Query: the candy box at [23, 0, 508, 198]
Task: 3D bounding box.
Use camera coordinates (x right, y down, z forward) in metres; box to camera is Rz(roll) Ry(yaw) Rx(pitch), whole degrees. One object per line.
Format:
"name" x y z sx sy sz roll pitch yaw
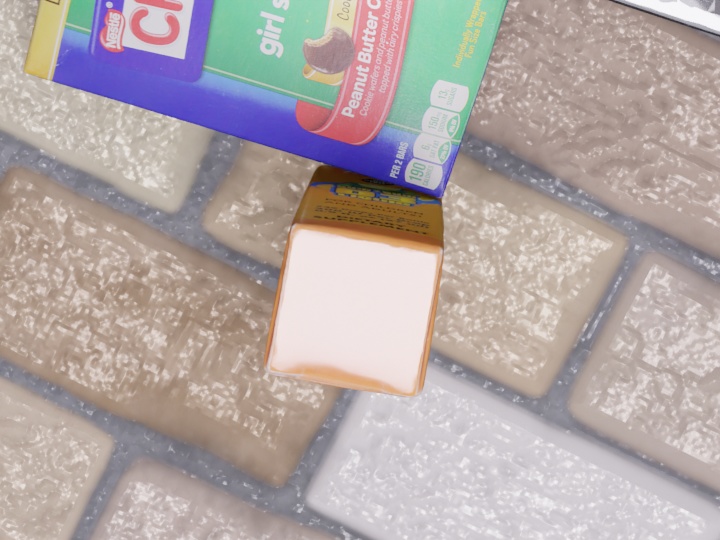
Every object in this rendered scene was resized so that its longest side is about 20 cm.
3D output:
"candy box" -0.032 -0.146 0.997 0.200 0.077 0.169 17 117 -1

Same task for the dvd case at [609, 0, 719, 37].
"dvd case" 0.112 -0.204 1.028 0.200 0.025 0.151 18 101 -1

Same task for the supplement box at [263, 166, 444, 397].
"supplement box" 0.000 0.000 0.980 0.066 0.200 0.069 9 98 -1
